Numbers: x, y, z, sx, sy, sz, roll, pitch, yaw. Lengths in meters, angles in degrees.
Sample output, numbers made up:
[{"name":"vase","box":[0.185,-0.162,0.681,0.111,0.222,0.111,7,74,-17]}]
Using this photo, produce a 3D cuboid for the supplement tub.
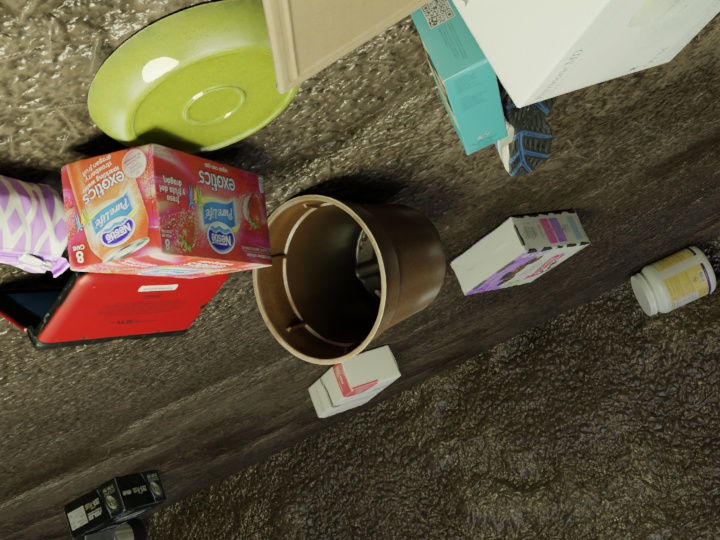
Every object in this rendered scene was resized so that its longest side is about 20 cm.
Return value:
[{"name":"supplement tub","box":[0.887,0.032,2.585,0.198,0.147,0.145,-24,164,2]}]

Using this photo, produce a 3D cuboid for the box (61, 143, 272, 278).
[{"name":"box","box":[-0.172,-0.048,0.845,0.098,0.097,0.200,-8,174,21]}]

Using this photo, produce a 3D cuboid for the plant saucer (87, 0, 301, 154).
[{"name":"plant saucer","box":[-0.127,-0.150,0.766,0.198,0.031,0.200,-23,164,-7]}]

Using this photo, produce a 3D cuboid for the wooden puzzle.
[{"name":"wooden puzzle","box":[0.006,-0.226,0.669,0.184,0.037,0.200,-34,170,-10]}]

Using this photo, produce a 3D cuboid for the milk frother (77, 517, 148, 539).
[{"name":"milk frother","box":[-0.782,0.897,2.869,0.179,0.203,0.188,-23,164,15]}]

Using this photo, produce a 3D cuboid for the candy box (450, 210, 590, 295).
[{"name":"candy box","box":[0.292,-0.033,1.660,0.198,0.072,0.167,-8,158,-42]}]

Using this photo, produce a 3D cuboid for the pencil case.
[{"name":"pencil case","box":[-0.327,-0.038,0.737,0.083,0.087,0.199,-30,162,26]}]

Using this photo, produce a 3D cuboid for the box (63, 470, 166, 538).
[{"name":"box","box":[-0.631,0.602,2.343,0.199,0.087,0.163,-31,163,22]}]

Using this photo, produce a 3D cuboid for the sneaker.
[{"name":"sneaker","box":[0.167,-0.191,0.983,0.075,0.077,0.201,-22,146,-16]}]

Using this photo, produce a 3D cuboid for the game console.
[{"name":"game console","box":[-0.273,0.013,0.982,0.199,0.119,0.173,-3,142,-53]}]

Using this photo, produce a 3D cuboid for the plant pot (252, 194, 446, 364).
[{"name":"plant pot","box":[0.000,0.000,1.157,0.199,0.202,0.197,-34,168,33]}]

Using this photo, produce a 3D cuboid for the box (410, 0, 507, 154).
[{"name":"box","box":[0.098,-0.186,0.876,0.049,0.083,0.200,-24,164,7]}]

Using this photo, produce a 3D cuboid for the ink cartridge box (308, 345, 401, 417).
[{"name":"ink cartridge box","box":[-0.017,0.264,2.146,0.144,0.086,0.200,-13,159,-32]}]

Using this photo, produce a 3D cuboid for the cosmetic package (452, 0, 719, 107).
[{"name":"cosmetic package","box":[0.213,-0.253,0.724,0.198,0.124,0.200,-19,163,-28]}]
